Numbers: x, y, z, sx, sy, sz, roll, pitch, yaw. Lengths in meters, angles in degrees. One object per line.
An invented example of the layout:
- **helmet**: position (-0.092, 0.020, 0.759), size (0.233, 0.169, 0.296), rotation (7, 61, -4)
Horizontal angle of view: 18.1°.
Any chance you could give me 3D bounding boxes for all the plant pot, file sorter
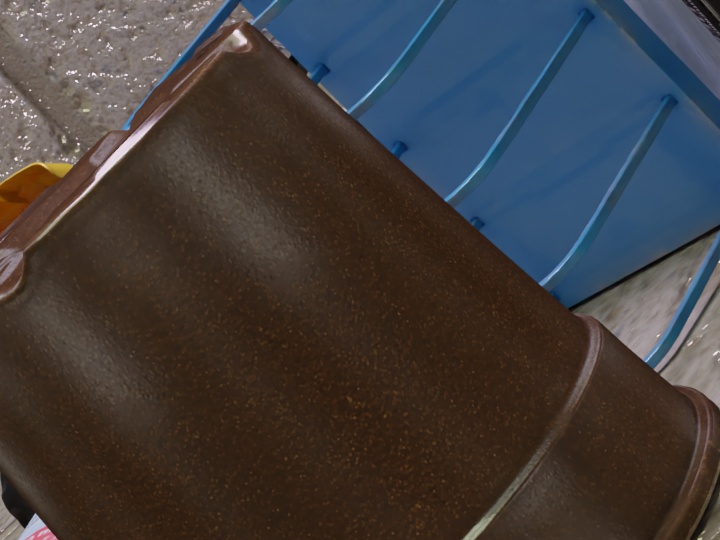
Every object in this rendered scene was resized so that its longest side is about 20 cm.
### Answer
- **plant pot**: position (-0.024, 0.042, 0.720), size (0.200, 0.198, 0.200), rotation (-43, 9, 8)
- **file sorter**: position (0.030, -0.044, 0.860), size (0.139, 0.200, 0.123), rotation (-33, 17, 49)

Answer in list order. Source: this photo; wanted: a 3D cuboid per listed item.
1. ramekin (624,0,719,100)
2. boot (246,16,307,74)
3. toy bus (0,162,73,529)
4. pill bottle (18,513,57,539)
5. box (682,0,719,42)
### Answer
- **ramekin**: position (0.165, -0.146, 0.962), size (0.200, 0.105, 0.200), rotation (-40, 15, 13)
- **boot**: position (-0.065, -0.056, 1.429), size (0.070, 0.132, 0.200), rotation (21, 73, 44)
- **toy bus**: position (-0.111, 0.047, 1.249), size (0.192, 0.201, 0.136), rotation (-4, -28, -47)
- **pill bottle**: position (-0.076, 0.115, 0.889), size (0.109, 0.109, 0.200), rotation (-40, 10, 21)
- **box**: position (0.193, -0.160, 0.803), size (0.200, 0.158, 0.050), rotation (-43, 10, 3)
